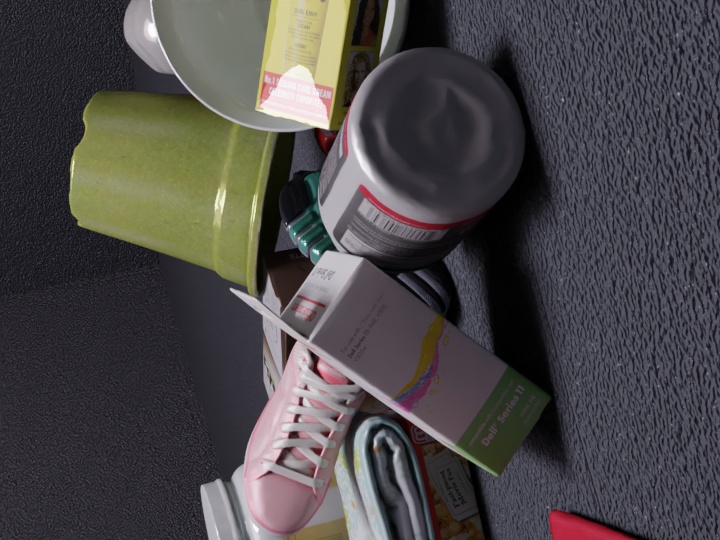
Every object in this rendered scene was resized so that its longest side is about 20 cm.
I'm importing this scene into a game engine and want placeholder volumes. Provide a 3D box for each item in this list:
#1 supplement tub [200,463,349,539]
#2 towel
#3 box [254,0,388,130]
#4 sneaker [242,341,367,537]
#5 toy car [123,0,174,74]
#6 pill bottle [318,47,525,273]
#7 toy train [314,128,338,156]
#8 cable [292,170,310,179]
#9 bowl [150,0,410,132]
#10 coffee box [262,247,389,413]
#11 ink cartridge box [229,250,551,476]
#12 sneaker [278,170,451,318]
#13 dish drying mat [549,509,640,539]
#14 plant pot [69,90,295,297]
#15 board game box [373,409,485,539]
[{"bbox_3d":[-0.045,0.245,1.290,0.145,0.200,0.145,168,90,-77],"label":"supplement tub"},{"bbox_3d":[0.020,0.219,1.119,0.171,0.048,0.200,163,96,-76],"label":"towel"},{"bbox_3d":[-0.019,-0.202,0.913,0.075,0.050,0.200,20,108,33],"label":"box"},{"bbox_3d":[-0.041,0.116,1.074,0.105,0.075,0.200,121,170,-74],"label":"sneaker"},{"bbox_3d":[-0.104,-0.226,1.163,0.150,0.175,0.200,46,175,-17],"label":"toy car"},{"bbox_3d":[0.031,-0.061,0.878,0.200,0.111,0.111,126,130,-73],"label":"pill bottle"},{"bbox_3d":[-0.019,-0.123,1.179,0.200,0.046,0.034,-117,19,-47],"label":"toy train"},{"bbox_3d":[-0.037,-0.020,1.347,0.200,0.051,0.163,-150,49,-72],"label":"cable"},{"bbox_3d":[-0.051,-0.209,1.004,0.090,0.201,0.201,-39,-60,-71],"label":"bowl"},{"bbox_3d":[-0.030,0.066,1.254,0.200,0.114,0.080,93,160,-51],"label":"coffee box"},{"bbox_3d":[0.017,0.048,0.883,0.200,0.067,0.117,36,174,-14],"label":"ink cartridge box"},{"bbox_3d":[0.000,0.000,1.091,0.200,0.074,0.088,47,160,37],"label":"sneaker"},{"bbox_3d":[0.158,0.191,0.776,0.200,0.018,0.077,169,90,-78],"label":"dish drying mat"},{"bbox_3d":[-0.167,-0.090,1.237,0.200,0.184,0.201,11,-90,-89],"label":"plant pot"},{"bbox_3d":[0.064,0.218,1.139,0.151,0.046,0.200,152,106,-76],"label":"board game box"}]
